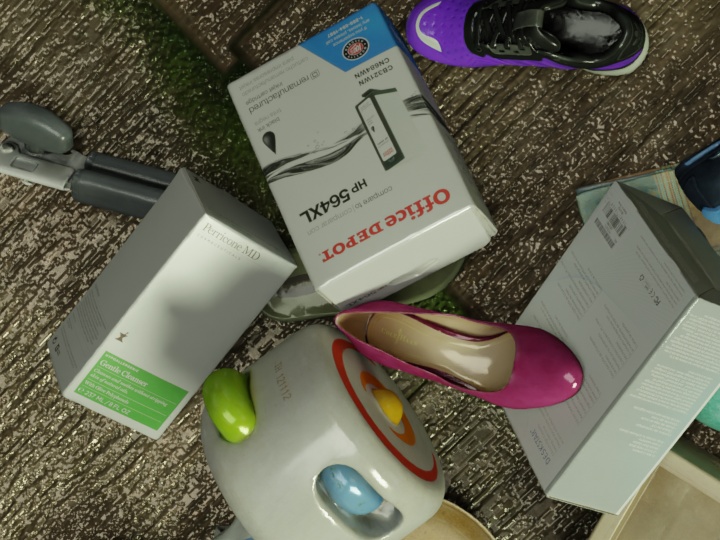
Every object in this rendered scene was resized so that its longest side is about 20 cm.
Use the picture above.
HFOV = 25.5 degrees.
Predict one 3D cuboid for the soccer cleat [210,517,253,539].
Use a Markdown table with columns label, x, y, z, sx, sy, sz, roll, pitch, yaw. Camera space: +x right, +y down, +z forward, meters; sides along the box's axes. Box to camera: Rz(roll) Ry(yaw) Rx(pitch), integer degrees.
| label | x | y | z | sx | sy | sz | roll | pitch | yaw |
| --- | --- | --- | --- | --- | --- | --- | --- | --- | --- |
| soccer cleat | -0.110 | 0.277 | 1.390 | 0.086 | 0.070 | 0.201 | 48 | 119 | 41 |

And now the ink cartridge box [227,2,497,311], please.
| label | x | y | z | sx | sy | sz | roll | pitch | yaw |
| --- | --- | --- | --- | --- | --- | --- | --- | --- | --- |
| ink cartridge box | 0.001 | -0.089 | 1.288 | 0.146 | 0.084 | 0.201 | -28 | 68 | 8 |

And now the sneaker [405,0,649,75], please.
| label | x | y | z | sx | sy | sz | roll | pitch | yaw |
| --- | --- | --- | --- | --- | --- | --- | --- | --- | --- |
| sneaker | 0.131 | -0.198 | 1.276 | 0.199 | 0.100 | 0.070 | 4 | 93 | 11 |

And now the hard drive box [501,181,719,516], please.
| label | x | y | z | sx | sy | sz | roll | pitch | yaw |
| --- | --- | --- | --- | --- | --- | --- | --- | --- | --- |
| hard drive box | 0.197 | 0.060 | 1.229 | 0.077 | 0.156 | 0.200 | 19 | 119 | -29 |

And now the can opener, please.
| label | x | y | z | sx | sy | sz | roll | pitch | yaw |
| --- | --- | --- | --- | --- | --- | --- | --- | --- | --- |
| can opener | -0.228 | -0.087 | 1.376 | 0.199 | 0.053 | 0.067 | 19 | 134 | 7 |

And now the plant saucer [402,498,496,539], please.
| label | x | y | z | sx | sy | sz | roll | pitch | yaw |
| --- | --- | --- | --- | --- | --- | --- | --- | --- | --- |
| plant saucer | 0.040 | 0.284 | 1.368 | 0.199 | 0.035 | 0.201 | 1 | 94 | 12 |

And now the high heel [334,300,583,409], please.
| label | x | y | z | sx | sy | sz | roll | pitch | yaw |
| --- | --- | --- | --- | --- | --- | --- | --- | --- | --- |
| high heel | 0.073 | 0.065 | 1.231 | 0.199 | 0.096 | 0.068 | 7 | 86 | 44 |

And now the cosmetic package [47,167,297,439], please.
| label | x | y | z | sx | sy | sz | roll | pitch | yaw |
| --- | --- | --- | --- | --- | --- | --- | --- | --- | --- |
| cosmetic package | -0.160 | 0.029 | 1.339 | 0.107 | 0.085 | 0.200 | 29 | 108 | -33 |

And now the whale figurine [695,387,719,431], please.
| label | x | y | z | sx | sy | sz | roll | pitch | yaw |
| --- | --- | --- | --- | --- | --- | --- | --- | --- | --- |
| whale figurine | 0.338 | 0.061 | 1.243 | 0.199 | 0.104 | 0.160 | -13 | 118 | 9 |

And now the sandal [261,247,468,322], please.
| label | x | y | z | sx | sy | sz | roll | pitch | yaw |
| --- | --- | --- | --- | --- | --- | --- | --- | --- | --- |
| sandal | 0.000 | 0.001 | 1.342 | 0.200 | 0.057 | 0.080 | -19 | 91 | 12 |

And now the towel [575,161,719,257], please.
| label | x | y | z | sx | sy | sz | roll | pitch | yaw |
| --- | --- | --- | --- | --- | --- | --- | --- | --- | --- |
| towel | 0.289 | -0.020 | 1.302 | 0.199 | 0.022 | 0.147 | -14 | 93 | 10 |

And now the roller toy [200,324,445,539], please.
| label | x | y | z | sx | sy | sz | roll | pitch | yaw |
| --- | --- | --- | --- | --- | --- | --- | --- | --- | --- |
| roller toy | -0.024 | 0.142 | 1.276 | 0.140 | 0.200 | 0.183 | -36 | 76 | 12 |

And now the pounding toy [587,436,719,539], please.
| label | x | y | z | sx | sy | sz | roll | pitch | yaw |
| --- | --- | --- | --- | --- | --- | --- | --- | --- | --- |
| pounding toy | 0.283 | 0.259 | 1.282 | 0.200 | 0.142 | 0.185 | 32 | 100 | 18 |

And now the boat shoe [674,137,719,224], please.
| label | x | y | z | sx | sy | sz | roll | pitch | yaw |
| --- | --- | --- | --- | --- | --- | --- | --- | --- | --- |
| boat shoe | 0.330 | -0.126 | 1.243 | 0.200 | 0.084 | 0.069 | -39 | 62 | -8 |
